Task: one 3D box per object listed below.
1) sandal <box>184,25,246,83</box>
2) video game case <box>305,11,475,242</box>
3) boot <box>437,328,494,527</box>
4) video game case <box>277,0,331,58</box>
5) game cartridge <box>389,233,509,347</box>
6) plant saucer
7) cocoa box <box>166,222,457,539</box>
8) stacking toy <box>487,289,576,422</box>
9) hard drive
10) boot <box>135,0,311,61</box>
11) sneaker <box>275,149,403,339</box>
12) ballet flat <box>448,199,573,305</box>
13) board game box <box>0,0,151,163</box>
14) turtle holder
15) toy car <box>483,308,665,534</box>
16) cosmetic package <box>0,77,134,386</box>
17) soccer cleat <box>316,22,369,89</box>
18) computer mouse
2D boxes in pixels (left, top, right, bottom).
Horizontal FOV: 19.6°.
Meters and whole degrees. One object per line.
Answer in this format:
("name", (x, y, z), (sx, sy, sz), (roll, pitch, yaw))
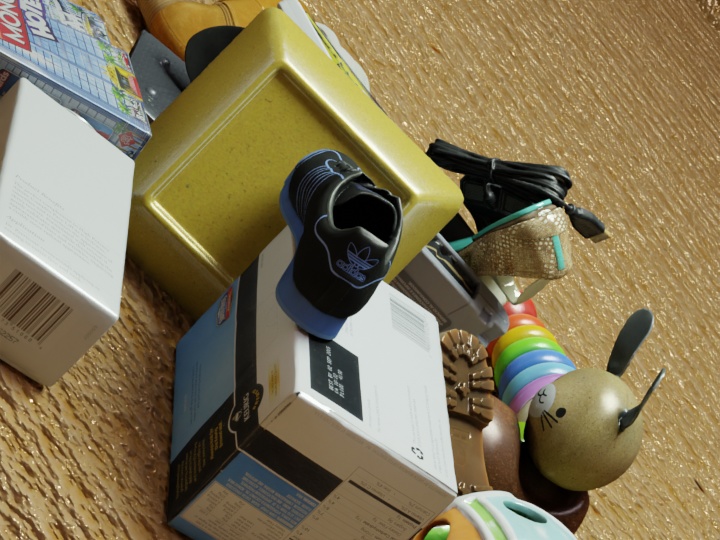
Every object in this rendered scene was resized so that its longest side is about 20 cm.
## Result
("sandal", (-0.066, -0.108, 1.584), (0.200, 0.075, 0.045), (56, 12, 11))
("video game case", (0.026, -0.100, 1.709), (0.200, 0.025, 0.181), (49, 5, -44))
("boot", (0.034, 0.148, 1.457), (0.075, 0.107, 0.200), (28, 57, -38))
("video game case", (-0.027, -0.107, 1.645), (0.143, 0.017, 0.200), (61, -12, 21))
("game cartridge", (0.000, 0.000, 1.555), (0.200, 0.133, 0.040), (48, 32, -19))
("plant saucer", (-0.058, -0.049, 1.450), (0.200, 0.200, 0.048), (45, -5, -7))
("cocoa box", (-0.034, 0.093, 1.339), (0.133, 0.131, 0.200), (34, 25, -22))
("stacking toy", (0.146, 0.083, 1.774), (0.085, 0.085, 0.200), (34, 20, -30))
("hard drive", (-0.114, -0.089, 1.624), (0.200, 0.042, 0.135), (42, 22, -16))
("boot", (-0.095, -0.183, 1.781), (0.201, 0.071, 0.144), (6, 41, -45))
("sneaker", (-0.007, -0.035, 1.332), (0.070, 0.078, 0.200), (32, 26, -18))
("ballet flat", (0.098, -0.001, 1.583), (0.070, 0.200, 0.065), (-21, 89, -23))
("board game box", (-0.257, -0.163, 1.436), (0.200, 0.062, 0.200), (23, 29, -32))
("turtle holder", (0.101, 0.212, 1.346), (0.185, 0.141, 0.132), (-7, 66, -33))
("toy car", (0.144, 0.113, 1.544), (0.158, 0.200, 0.164), (38, 23, -22))
("cosmetic package", (-0.205, -0.028, 1.316), (0.102, 0.074, 0.200), (39, 21, -22))
("soccer cleat", (-0.015, -0.153, 1.889), (0.078, 0.069, 0.200), (39, 21, -38))
("computer mouse", (0.141, -0.047, 1.621), (0.140, 0.046, 0.200), (19, -17, 32))
